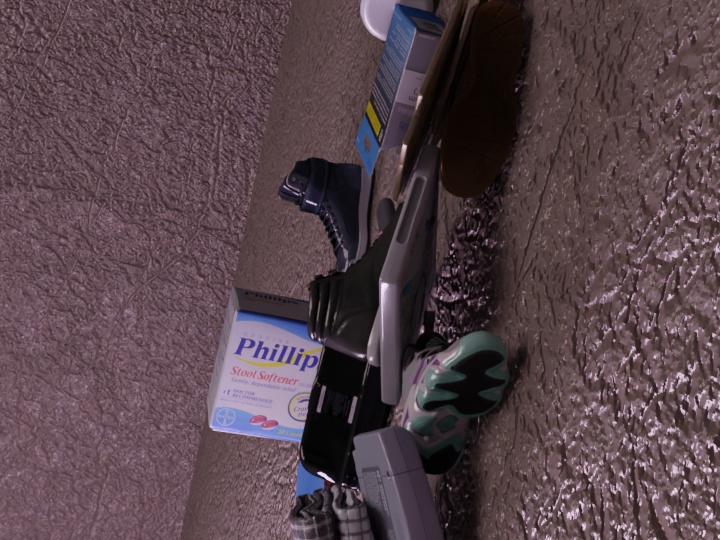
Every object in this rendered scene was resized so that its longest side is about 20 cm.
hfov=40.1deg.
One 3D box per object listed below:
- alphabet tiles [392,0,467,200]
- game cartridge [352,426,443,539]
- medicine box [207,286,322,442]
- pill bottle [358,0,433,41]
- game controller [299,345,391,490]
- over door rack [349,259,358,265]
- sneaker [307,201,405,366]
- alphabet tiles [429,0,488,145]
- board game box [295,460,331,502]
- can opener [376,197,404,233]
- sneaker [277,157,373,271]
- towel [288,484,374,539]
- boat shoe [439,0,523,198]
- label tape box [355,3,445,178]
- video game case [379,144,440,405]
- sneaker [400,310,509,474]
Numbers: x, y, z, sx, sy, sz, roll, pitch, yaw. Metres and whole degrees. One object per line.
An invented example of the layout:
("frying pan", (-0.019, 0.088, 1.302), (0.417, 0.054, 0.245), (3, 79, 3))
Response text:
("alphabet tiles", (0.072, -0.178, 1.020), (0.167, 0.006, 0.202), (98, -168, -61))
("game cartridge", (0.042, 0.249, 0.924), (0.133, 0.040, 0.204), (137, 121, -74))
("medicine box", (-0.131, 0.148, 1.534), (0.103, 0.179, 0.203), (-116, 39, -67))
("pill bottle", (0.046, -0.426, 1.425), (0.202, 0.104, 0.107), (-94, 20, -47))
("game controller", (-0.015, 0.168, 1.220), (0.042, 0.103, 0.204), (-3, -71, -63))
("over door rack", (0.001, 0.071, 1.326), (0.200, 0.065, 0.151), (-81, 3, -83))
("sneaker", (0.000, 0.000, 1.052), (0.071, 0.097, 0.203), (79, -155, -57))
("alphabet tiles", (0.112, -0.232, 1.080), (0.167, 0.006, 0.203), (-60, -12, -63))
("board game box", (-0.055, 0.316, 1.402), (0.202, 0.038, 0.160), (107, 161, -44))
("can opener", (0.047, -0.016, 1.207), (0.202, 0.052, 0.067), (-96, 20, -51))
("sneaker", (-0.059, -0.078, 1.501), (0.077, 0.144, 0.206), (131, 146, -60))
("towel", (-0.024, 0.312, 1.000), (0.200, 0.084, 0.169), (128, 130, -82))
("boat shoe", (0.122, -0.168, 1.007), (0.072, 0.071, 0.204), (109, 171, -83))
("label tape box", (0.057, -0.235, 1.313), (0.145, 0.062, 0.203), (-107, 31, -62))
("video game case", (0.052, 0.007, 1.010), (0.202, 0.022, 0.184), (88, -163, -50))
("sneaker", (0.078, 0.087, 0.943), (0.201, 0.076, 0.142), (115, 160, -44))
